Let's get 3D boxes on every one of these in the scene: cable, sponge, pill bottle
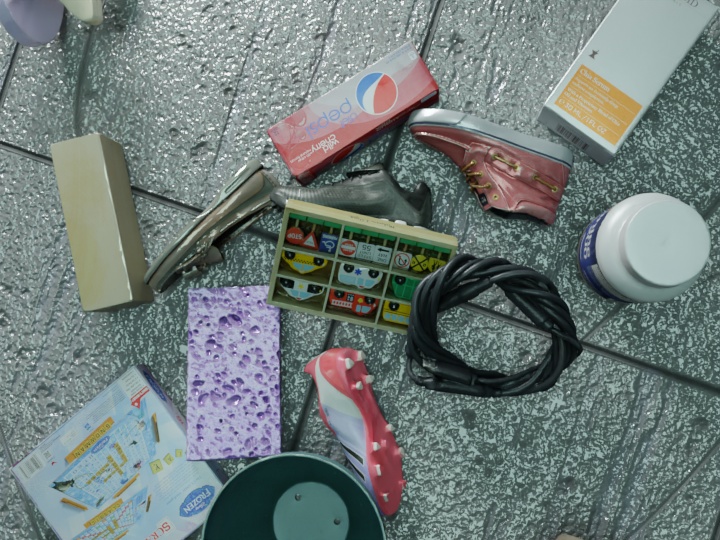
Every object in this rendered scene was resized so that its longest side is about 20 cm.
[{"bbox_3d":[0.152,0.066,0.974,0.198,0.051,0.165,8,105,-1],"label":"cable"},{"bbox_3d":[-0.148,0.121,1.023,0.110,0.030,0.202,-1,79,-4],"label":"sponge"},{"bbox_3d":[0.299,-0.022,0.919,0.110,0.200,0.112,0,87,5],"label":"pill bottle"}]

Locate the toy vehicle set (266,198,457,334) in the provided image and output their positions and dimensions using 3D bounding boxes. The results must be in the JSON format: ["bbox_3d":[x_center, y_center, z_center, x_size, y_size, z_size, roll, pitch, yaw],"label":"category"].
[{"bbox_3d":[0.000,0.000,0.993,0.198,0.027,0.125,12,115,-2],"label":"toy vehicle set"}]

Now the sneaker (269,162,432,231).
[{"bbox_3d":[-0.005,-0.086,1.019,0.198,0.066,0.092,12,84,-1],"label":"sneaker"}]

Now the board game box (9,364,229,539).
[{"bbox_3d":[-0.282,0.253,1.041,0.199,0.041,0.200,-38,85,2],"label":"board game box"}]

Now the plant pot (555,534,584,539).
[{"bbox_3d":[0.236,0.390,0.927,0.199,0.200,0.175,27,74,6],"label":"plant pot"}]

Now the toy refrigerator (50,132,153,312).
[{"bbox_3d":[-0.312,-0.054,1.041,0.069,0.076,0.202,-12,87,5],"label":"toy refrigerator"}]

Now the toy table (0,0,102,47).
[{"bbox_3d":[-0.363,-0.376,1.019,0.116,0.184,0.202,-7,99,21],"label":"toy table"}]

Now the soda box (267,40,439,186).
[{"bbox_3d":[-0.007,-0.184,1.024,0.199,0.063,0.070,-32,85,3],"label":"soda box"}]

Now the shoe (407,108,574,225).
[{"bbox_3d":[0.142,-0.118,1.002,0.198,0.071,0.092,17,83,1],"label":"shoe"}]

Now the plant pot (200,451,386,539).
[{"bbox_3d":[-0.064,0.296,0.972,0.198,0.135,0.203,0,88,5],"label":"plant pot"}]

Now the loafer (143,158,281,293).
[{"bbox_3d":[-0.172,-0.042,1.033,0.063,0.072,0.200,42,89,-2],"label":"loafer"}]

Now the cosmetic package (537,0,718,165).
[{"bbox_3d":[0.302,-0.234,0.993,0.101,0.071,0.201,35,91,6],"label":"cosmetic package"}]

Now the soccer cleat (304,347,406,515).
[{"bbox_3d":[-0.005,0.188,1.016,0.076,0.066,0.202,-17,92,35],"label":"soccer cleat"}]
